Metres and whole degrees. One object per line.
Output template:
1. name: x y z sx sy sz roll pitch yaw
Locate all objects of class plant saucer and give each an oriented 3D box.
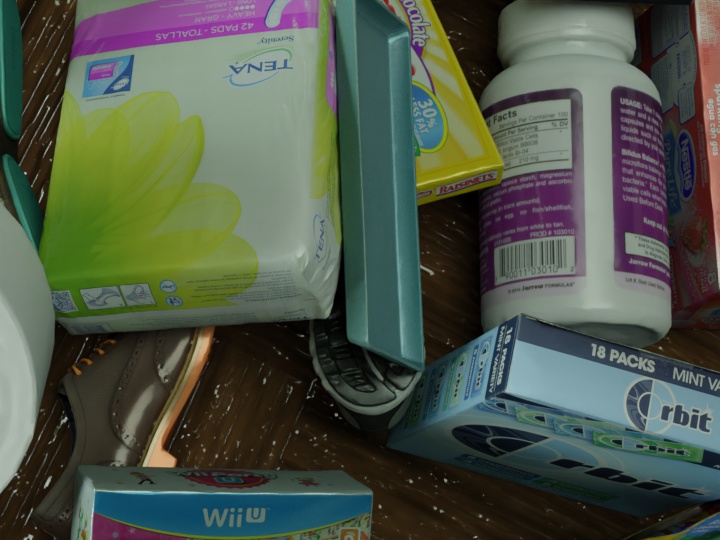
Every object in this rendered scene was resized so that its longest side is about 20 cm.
1. plant saucer: 0.009 -0.049 0.896 0.019 0.070 0.202 -11 71 25

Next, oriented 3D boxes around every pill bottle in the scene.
1. pill bottle: 0.124 -0.057 0.996 0.111 0.112 0.202 4 75 -16

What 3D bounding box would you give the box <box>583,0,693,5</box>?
1. box: 0.138 -0.272 0.990 0.103 0.149 0.201 0 43 -16

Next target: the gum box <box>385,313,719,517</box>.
1. gum box: 0.123 0.085 0.912 0.169 0.200 0.045 17 72 -12

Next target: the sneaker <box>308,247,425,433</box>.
1. sneaker: 0.000 0.000 0.971 0.073 0.080 0.202 -1 60 2

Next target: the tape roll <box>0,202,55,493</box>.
1. tape roll: -0.252 0.038 0.818 0.200 0.071 0.204 -1 119 -2

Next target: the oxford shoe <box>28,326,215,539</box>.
1. oxford shoe: -0.124 0.054 0.916 0.072 0.071 0.202 17 73 -8

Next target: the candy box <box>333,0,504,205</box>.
1. candy box: 0.002 -0.124 0.984 0.101 0.026 0.201 -14 62 -14

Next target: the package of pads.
1. package of pads: -0.083 -0.065 0.906 0.153 0.068 0.202 -4 59 12

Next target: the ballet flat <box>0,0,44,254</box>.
1. ballet flat: -0.213 -0.062 0.928 0.075 0.068 0.202 -14 76 2

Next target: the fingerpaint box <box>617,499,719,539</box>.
1. fingerpaint box: 0.213 0.160 0.920 0.166 0.200 0.074 -20 82 -19

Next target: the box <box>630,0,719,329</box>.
1. box: 0.230 -0.071 1.036 0.094 0.103 0.202 2 75 -16

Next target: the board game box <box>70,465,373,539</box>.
1. board game box: -0.077 0.205 0.864 0.146 0.064 0.202 3 94 -17
